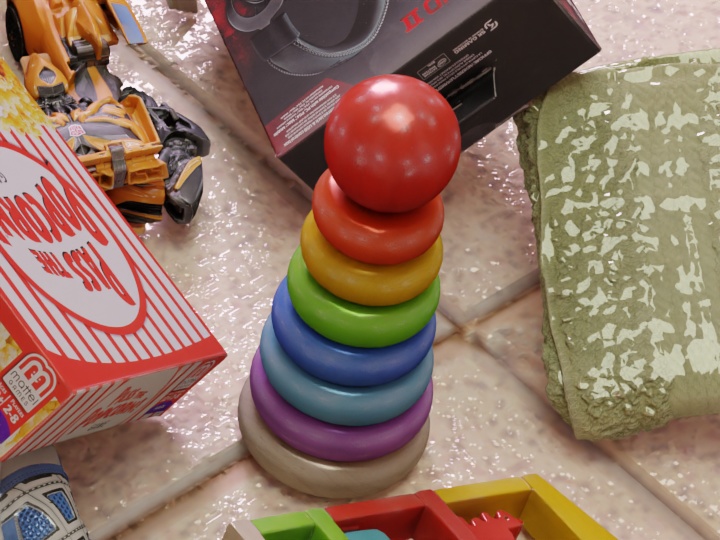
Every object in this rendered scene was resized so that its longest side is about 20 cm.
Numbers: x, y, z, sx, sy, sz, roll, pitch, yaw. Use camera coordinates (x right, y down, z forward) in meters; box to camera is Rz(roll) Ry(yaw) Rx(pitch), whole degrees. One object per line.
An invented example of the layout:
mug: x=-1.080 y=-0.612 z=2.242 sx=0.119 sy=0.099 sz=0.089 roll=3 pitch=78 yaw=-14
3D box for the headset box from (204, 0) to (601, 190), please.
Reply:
headset box: x=0.011 y=-0.130 z=1.248 sx=0.149 sy=0.077 sz=0.200 roll=-35 pitch=48 yaw=12

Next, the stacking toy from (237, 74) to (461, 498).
stacking toy: x=0.000 y=0.000 z=1.075 sx=0.085 sy=0.200 sz=0.086 roll=5 pitch=44 yaw=-5

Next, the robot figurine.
robot figurine: x=-0.155 y=-0.084 z=1.232 sx=0.145 sy=0.058 sz=0.200 roll=-13 pitch=48 yaw=-21

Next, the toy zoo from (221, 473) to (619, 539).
toy zoo: x=0.057 y=0.136 z=1.042 sx=0.200 sy=0.021 sz=0.131 roll=-5 pitch=39 yaw=-41

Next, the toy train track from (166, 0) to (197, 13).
toy train track: x=-0.129 y=-0.188 z=1.301 sx=0.032 sy=0.115 sz=0.200 roll=-9 pitch=-6 yaw=30

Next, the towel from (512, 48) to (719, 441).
towel: x=0.149 y=-0.017 z=1.194 sx=0.148 sy=0.037 sz=0.201 roll=-7 pitch=58 yaw=3

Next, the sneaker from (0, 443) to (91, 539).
sneaker: x=-0.139 y=0.116 z=1.037 sx=0.077 sy=0.076 sz=0.200 roll=22 pitch=37 yaw=-25

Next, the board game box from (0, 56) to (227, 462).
board game box: x=-0.158 y=-0.022 z=1.079 sx=0.200 sy=0.046 sz=0.151 roll=52 pitch=18 yaw=9
